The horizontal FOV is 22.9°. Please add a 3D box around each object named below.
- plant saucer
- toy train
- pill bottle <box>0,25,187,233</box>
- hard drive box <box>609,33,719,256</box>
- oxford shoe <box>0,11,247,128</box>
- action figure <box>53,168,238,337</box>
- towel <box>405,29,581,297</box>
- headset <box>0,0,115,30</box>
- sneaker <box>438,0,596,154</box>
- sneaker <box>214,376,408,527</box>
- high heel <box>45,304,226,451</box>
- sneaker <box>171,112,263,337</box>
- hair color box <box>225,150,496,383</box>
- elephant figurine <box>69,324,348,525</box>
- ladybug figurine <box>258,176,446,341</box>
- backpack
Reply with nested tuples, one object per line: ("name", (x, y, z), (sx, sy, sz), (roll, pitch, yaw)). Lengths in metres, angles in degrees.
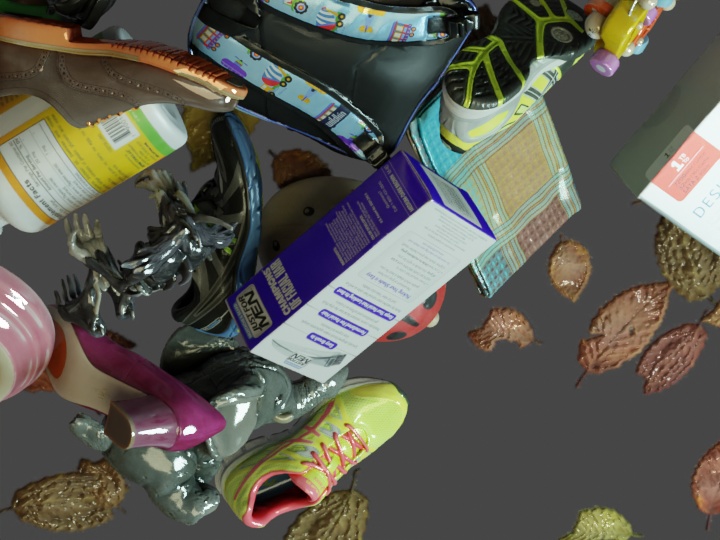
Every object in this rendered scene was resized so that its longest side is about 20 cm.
("plant saucer", (-0.357, 0.057, 1.476), (0.200, 0.051, 0.201), (3, 141, 2))
("toy train", (0.232, -0.242, 1.447), (0.056, 0.150, 0.200), (35, 141, 8))
("pill bottle", (-0.250, -0.100, 1.426), (0.200, 0.111, 0.111), (-30, 121, 4))
("hard drive box", (0.353, -0.091, 1.602), (0.200, 0.077, 0.156), (31, 107, -26))
("oxford shoe", (-0.184, -0.140, 1.337), (0.200, 0.071, 0.073), (14, 100, 9))
("action figure", (-0.182, -0.021, 1.443), (0.200, 0.119, 0.102), (-35, 85, 49))
("towel", (0.119, -0.094, 1.535), (0.147, 0.022, 0.200), (-43, 125, -26))
("headset", (-0.230, -0.224, 1.337), (0.200, 0.094, 0.123), (-16, 144, 32))
("sneaker", (0.125, -0.167, 1.472), (0.200, 0.075, 0.076), (-35, 159, -39))
("sneaker", (-0.037, 0.176, 1.646), (0.200, 0.090, 0.078), (-34, 119, 4))
("high heel", (-0.200, 0.090, 1.513), (0.096, 0.200, 0.067), (-2, 126, -38))
("sneaker", (-0.126, -0.036, 1.514), (0.083, 0.071, 0.200), (6, 112, -6))
("hair color box", (0.000, 0.000, 1.461), (0.200, 0.065, 0.109), (-41, 145, 15))
("elephant figurine", (-0.128, 0.115, 1.583), (0.142, 0.155, 0.200), (45, 91, 5))
("ladybug figurine", (-0.001, -0.001, 1.566), (0.200, 0.072, 0.136), (32, 107, -27))
("backpack", (-0.033, -0.199, 1.402), (0.200, 0.135, 0.183), (20, 123, -21))
